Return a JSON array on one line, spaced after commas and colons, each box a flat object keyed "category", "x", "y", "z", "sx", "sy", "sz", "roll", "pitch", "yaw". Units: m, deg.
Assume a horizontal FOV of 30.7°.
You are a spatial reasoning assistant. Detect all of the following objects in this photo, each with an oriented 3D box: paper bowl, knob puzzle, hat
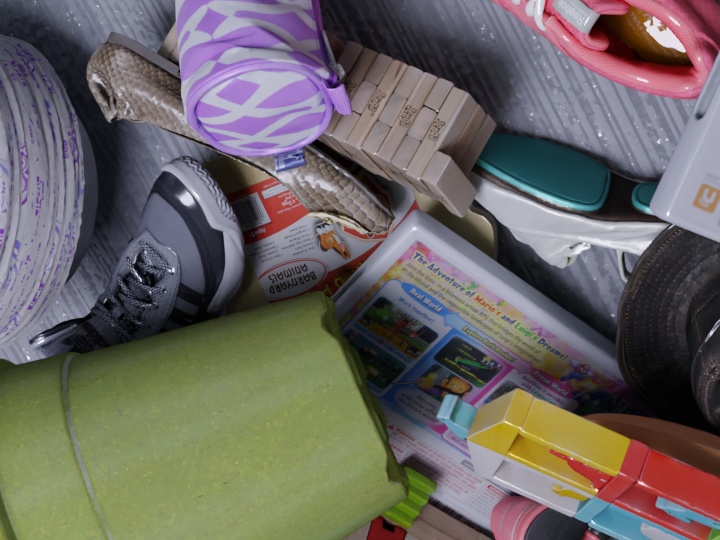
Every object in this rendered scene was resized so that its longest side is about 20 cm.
[{"category": "paper bowl", "x": -0.244, "y": -0.050, "z": 0.833, "sx": 0.200, "sy": 0.104, "sz": 0.202, "roll": -1, "pitch": 88, "yaw": 41}, {"category": "knob puzzle", "x": 0.000, "y": 0.000, "z": 0.822, "sx": 0.218, "sy": 0.030, "sz": 0.221, "roll": 8, "pitch": 114, "yaw": 19}, {"category": "hat", "x": 0.235, "y": 0.052, "z": 0.686, "sx": 0.199, "sy": 0.081, "sz": 0.202, "roll": 3, "pitch": 126, "yaw": 4}]

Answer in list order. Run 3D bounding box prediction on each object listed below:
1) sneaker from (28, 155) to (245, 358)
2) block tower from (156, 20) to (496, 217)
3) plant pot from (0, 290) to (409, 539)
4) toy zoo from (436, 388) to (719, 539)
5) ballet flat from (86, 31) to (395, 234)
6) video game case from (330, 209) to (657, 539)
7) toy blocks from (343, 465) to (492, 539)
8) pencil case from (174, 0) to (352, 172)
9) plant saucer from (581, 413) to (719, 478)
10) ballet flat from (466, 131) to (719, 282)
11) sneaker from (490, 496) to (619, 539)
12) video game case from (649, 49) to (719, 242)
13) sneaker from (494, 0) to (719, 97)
[{"category": "sneaker", "x": -0.140, "y": 0.023, "z": 0.813, "sx": 0.075, "sy": 0.114, "sz": 0.201, "roll": 43, "pitch": 142, "yaw": 21}, {"category": "block tower", "x": -0.018, "y": -0.100, "z": 0.736, "sx": 0.199, "sy": 0.054, "sz": 0.058, "roll": 29, "pitch": 87, "yaw": 27}, {"category": "plant pot", "x": -0.080, "y": 0.104, "z": 0.714, "sx": 0.189, "sy": 0.200, "sz": 0.201, "roll": -23, "pitch": 103, "yaw": 1}, {"category": "toy zoo", "x": 0.133, "y": 0.114, "z": 0.688, "sx": 0.199, "sy": 0.021, "sz": 0.131, "roll": 24, "pitch": 161, "yaw": 6}, {"category": "ballet flat", "x": -0.072, "y": -0.070, "z": 0.755, "sx": 0.199, "sy": 0.067, "sz": 0.047, "roll": 31, "pitch": 83, "yaw": 1}, {"category": "video game case", "x": 0.056, "y": 0.077, "z": 0.802, "sx": 0.199, "sy": 0.024, "sz": 0.182, "roll": 34, "pitch": 122, "yaw": -17}, {"category": "toy blocks", "x": 0.005, "y": 0.204, "z": 0.803, "sx": 0.199, "sy": 0.137, "sz": 0.100, "roll": 31, "pitch": 141, "yaw": -15}, {"category": "pencil case", "x": -0.057, "y": -0.158, "z": 0.692, "sx": 0.085, "sy": 0.084, "sz": 0.201, "roll": -16, "pitch": 64, "yaw": 15}, {"category": "plant saucer", "x": 0.193, "y": 0.131, "z": 0.738, "sx": 0.199, "sy": 0.032, "sz": 0.200, "roll": 24, "pitch": 162, "yaw": 8}, {"category": "ballet flat", "x": 0.140, "y": -0.025, "z": 0.737, "sx": 0.199, "sy": 0.069, "sz": 0.070, "roll": 14, "pitch": 117, "yaw": 12}, {"category": "sneaker", "x": 0.162, "y": 0.196, "z": 0.824, "sx": 0.200, "sy": 0.087, "sz": 0.074, "roll": 39, "pitch": 80, "yaw": -19}, {"category": "video game case", "x": 0.255, "y": -0.076, "z": 0.608, "sx": 0.199, "sy": 0.022, "sz": 0.183, "roll": 19, "pitch": 101, "yaw": -18}, {"category": "sneaker", "x": 0.109, "y": -0.151, "z": 0.671, "sx": 0.199, "sy": 0.087, "sz": 0.074, "roll": 30, "pitch": 119, "yaw": 8}]
